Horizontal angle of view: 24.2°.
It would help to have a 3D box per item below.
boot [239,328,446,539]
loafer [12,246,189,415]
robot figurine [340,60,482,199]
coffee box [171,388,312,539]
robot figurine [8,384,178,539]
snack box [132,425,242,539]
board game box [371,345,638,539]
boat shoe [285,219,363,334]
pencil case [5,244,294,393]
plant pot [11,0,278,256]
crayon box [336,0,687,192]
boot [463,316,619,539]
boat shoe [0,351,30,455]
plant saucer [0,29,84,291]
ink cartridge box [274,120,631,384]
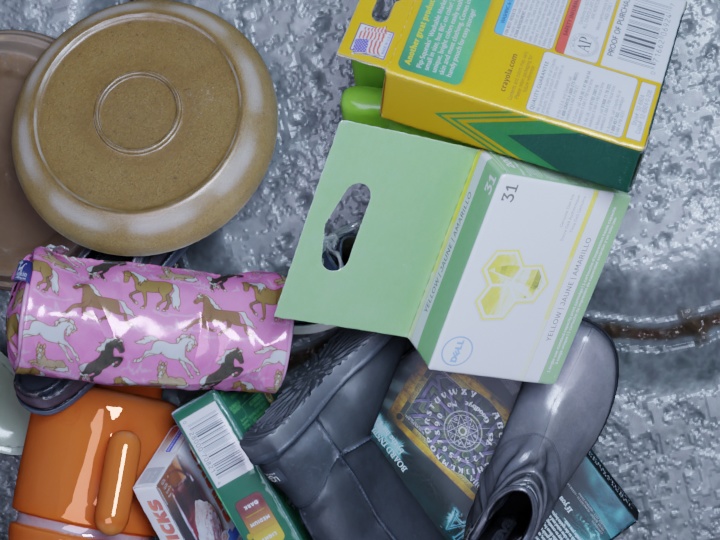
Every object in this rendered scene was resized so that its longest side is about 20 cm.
[{"bbox_3d":[0.023,0.150,1.196,0.165,0.065,0.201,-44,106,-29],"label":"boot"},{"bbox_3d":[-0.191,0.009,1.212,0.071,0.063,0.201,23,65,24],"label":"loafer"},{"bbox_3d":[0.088,-0.115,1.153,0.197,0.116,0.178,8,68,6],"label":"robot figurine"},{"bbox_3d":[-0.058,0.168,1.229,0.044,0.123,0.201,-30,93,14],"label":"coffee box"},{"bbox_3d":[-0.197,0.155,1.247,0.142,0.116,0.203,6,81,32],"label":"robot figurine"},{"bbox_3d":[-0.104,0.215,1.236,0.024,0.072,0.202,-10,118,27],"label":"snack box"},{"bbox_3d":[0.092,0.140,1.239,0.135,0.028,0.201,-37,90,15],"label":"board game box"},{"bbox_3d":[0.000,0.000,1.189,0.198,0.075,0.062,-9,119,40],"label":"boat shoe"},{"bbox_3d":[-0.141,0.035,1.148,0.197,0.083,0.088,7,110,-15],"label":"pencil case"},{"bbox_3d":[-0.158,-0.110,1.208,0.197,0.028,0.203,-2,70,4],"label":"plant pot"},{"bbox_3d":[0.095,-0.140,1.066,0.198,0.052,0.127,18,59,6],"label":"crayon box"},{"bbox_3d":[0.120,0.136,1.150,0.069,0.132,0.202,21,102,8],"label":"boot"},{"bbox_3d":[-0.331,0.079,1.307,0.200,0.061,0.072,36,65,1],"label":"boat shoe"},{"bbox_3d":[-0.267,-0.082,1.283,0.197,0.029,0.203,2,100,12],"label":"plant saucer"},{"bbox_3d":[0.060,-0.008,1.081,0.198,0.048,0.147,8,115,-28],"label":"ink cartridge box"}]
